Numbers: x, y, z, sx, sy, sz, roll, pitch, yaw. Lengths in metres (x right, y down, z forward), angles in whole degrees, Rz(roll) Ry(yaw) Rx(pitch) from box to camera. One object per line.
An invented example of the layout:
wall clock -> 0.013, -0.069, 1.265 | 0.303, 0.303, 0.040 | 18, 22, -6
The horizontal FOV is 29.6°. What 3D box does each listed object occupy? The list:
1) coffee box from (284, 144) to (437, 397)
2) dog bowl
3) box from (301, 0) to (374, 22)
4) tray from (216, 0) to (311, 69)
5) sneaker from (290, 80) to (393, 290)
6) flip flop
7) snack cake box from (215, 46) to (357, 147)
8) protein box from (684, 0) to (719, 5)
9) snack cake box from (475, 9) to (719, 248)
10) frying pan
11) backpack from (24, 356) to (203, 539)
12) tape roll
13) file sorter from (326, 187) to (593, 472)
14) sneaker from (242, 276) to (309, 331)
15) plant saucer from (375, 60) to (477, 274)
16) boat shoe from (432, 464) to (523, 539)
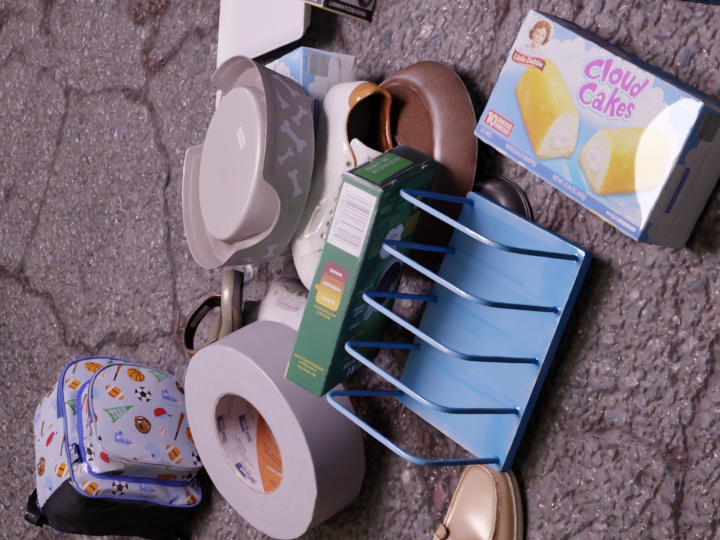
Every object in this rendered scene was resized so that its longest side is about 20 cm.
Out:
coffee box -> 0.000, 0.000, 1.184 | 0.044, 0.123, 0.203 | 24, 116, 18
dog bowl -> -0.106, -0.098, 1.288 | 0.199, 0.058, 0.203 | -21, 66, 58
box -> -0.001, -0.356, 1.351 | 0.050, 0.075, 0.203 | 24, 101, 44
tray -> -0.100, -0.282, 1.461 | 0.199, 0.022, 0.109 | -6, 80, 58
sneaker -> -0.013, -0.076, 1.250 | 0.084, 0.072, 0.203 | 6, 88, 60
flip flop -> -0.156, 0.064, 1.424 | 0.201, 0.057, 0.082 | 111, 157, -59
snack cake box -> -0.079, -0.144, 1.379 | 0.199, 0.066, 0.117 | -12, 76, 59
protein box -> 0.205, -0.292, 1.023 | 0.197, 0.198, 0.137 | 21, 100, 46
snack cake box -> 0.196, -0.116, 1.094 | 0.200, 0.067, 0.116 | 39, 113, 43
frying pan -> 0.095, 0.005, 1.228 | 0.114, 0.031, 0.193 | 22, 98, 48
backpack -> -0.267, 0.184, 1.485 | 0.154, 0.198, 0.192 | -49, 45, 24
tape roll -> -0.086, 0.154, 1.314 | 0.199, 0.066, 0.203 | 28, 129, 40
file sorter -> 0.075, 0.047, 1.136 | 0.138, 0.122, 0.203 | 31, 107, 40
sneaker -> -0.059, 0.047, 1.351 | 0.199, 0.074, 0.101 | -18, 72, 44
plant saucer -> 0.036, -0.099, 1.277 | 0.199, 0.034, 0.204 | -20, 67, 55
boat shoe -> 0.085, 0.260, 1.167 | 0.073, 0.069, 0.203 | 11, 91, 48
